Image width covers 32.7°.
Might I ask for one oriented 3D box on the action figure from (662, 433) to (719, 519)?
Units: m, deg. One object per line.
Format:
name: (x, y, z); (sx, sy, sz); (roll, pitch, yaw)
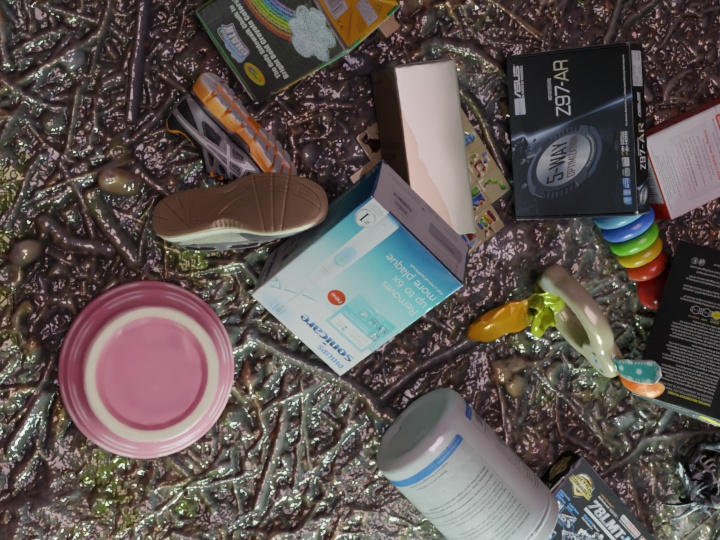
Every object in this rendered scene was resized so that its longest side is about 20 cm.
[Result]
action figure: (0.486, 0.254, 1.596); (0.200, 0.102, 0.119); (-45, 117, -12)

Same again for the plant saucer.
plant saucer: (-0.236, 0.113, 1.373); (0.199, 0.051, 0.203); (-1, 94, -18)

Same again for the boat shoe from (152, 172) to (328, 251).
boat shoe: (-0.128, -0.059, 1.356); (0.198, 0.065, 0.073); (-8, 70, 10)

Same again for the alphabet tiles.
alphabet tiles: (0.086, -0.106, 1.488); (0.166, 0.006, 0.201); (-37, 104, -12)

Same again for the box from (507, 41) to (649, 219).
box: (0.259, -0.164, 1.466); (0.043, 0.159, 0.202); (-12, 100, -56)

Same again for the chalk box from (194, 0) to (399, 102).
chalk box: (-0.083, -0.278, 1.341); (0.125, 0.199, 0.124); (57, 44, -15)

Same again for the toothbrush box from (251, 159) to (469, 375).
toothbrush box: (0.000, 0.000, 1.372); (0.200, 0.086, 0.146); (-36, 109, 30)

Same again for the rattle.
rattle: (0.249, 0.103, 1.473); (0.142, 0.130, 0.201); (-30, 79, -26)

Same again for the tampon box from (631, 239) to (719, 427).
tampon box: (0.446, 0.087, 1.527); (0.150, 0.126, 0.202); (22, 86, -55)

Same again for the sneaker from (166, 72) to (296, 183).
sneaker: (-0.137, -0.128, 1.385); (0.077, 0.078, 0.200); (-33, 111, 16)

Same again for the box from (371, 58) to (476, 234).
box: (0.073, -0.139, 1.429); (0.077, 0.095, 0.202); (-10, 95, -16)

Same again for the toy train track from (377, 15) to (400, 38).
toy train track: (0.028, -0.346, 1.441); (0.200, 0.033, 0.115); (-42, 98, -17)

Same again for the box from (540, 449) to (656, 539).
box: (0.266, 0.369, 1.558); (0.199, 0.050, 0.200); (-46, 105, -11)

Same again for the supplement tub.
supplement tub: (0.127, 0.251, 1.461); (0.132, 0.132, 0.200); (-46, 105, -10)

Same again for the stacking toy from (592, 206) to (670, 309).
stacking toy: (0.347, -0.040, 1.547); (0.085, 0.085, 0.201); (-35, 110, -13)

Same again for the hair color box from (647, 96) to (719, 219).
hair color box: (0.447, -0.153, 1.574); (0.199, 0.064, 0.112); (-24, 100, -14)
